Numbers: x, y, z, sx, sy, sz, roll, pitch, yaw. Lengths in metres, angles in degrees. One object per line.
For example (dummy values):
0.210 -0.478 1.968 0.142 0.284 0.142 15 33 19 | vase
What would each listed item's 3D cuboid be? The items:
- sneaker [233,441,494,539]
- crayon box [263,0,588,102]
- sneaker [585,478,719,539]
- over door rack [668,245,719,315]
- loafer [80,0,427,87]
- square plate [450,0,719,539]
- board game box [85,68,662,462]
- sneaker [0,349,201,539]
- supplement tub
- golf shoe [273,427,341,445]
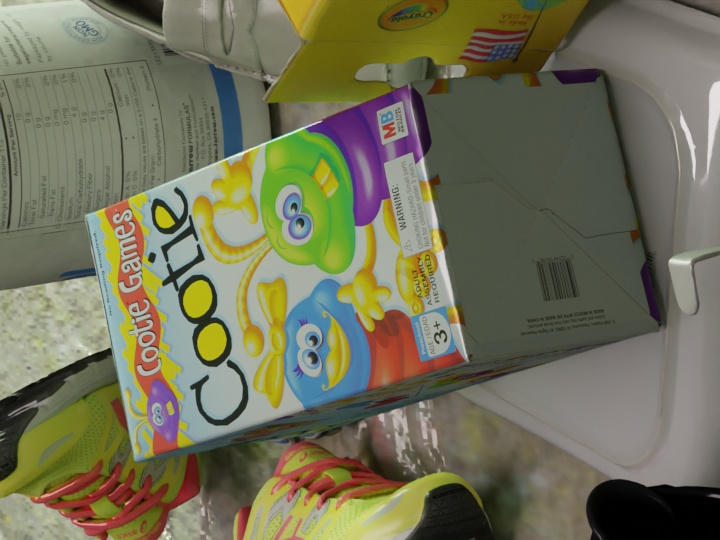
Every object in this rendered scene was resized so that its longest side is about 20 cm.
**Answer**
-0.011 0.114 1.297 0.200 0.078 0.091 -37 64 56 | sneaker
0.046 -0.145 1.055 0.200 0.127 0.051 -57 50 35 | crayon box
0.104 0.106 1.085 0.200 0.072 0.083 -14 120 48 | sneaker
0.197 0.075 0.936 0.148 0.066 0.201 5 123 58 | over door rack
-0.056 -0.114 1.289 0.200 0.070 0.070 22 127 38 | loafer
0.085 -0.015 1.150 0.198 0.028 0.201 30 123 53 | square plate
0.000 0.000 1.131 0.200 0.105 0.103 -20 81 47 | board game box
-0.122 0.089 1.391 0.078 0.200 0.091 -25 86 20 | sneaker
-0.154 -0.058 1.366 0.132 0.199 0.133 23 117 55 | supplement tub
-0.035 0.031 1.284 0.200 0.097 0.079 -44 53 56 | golf shoe
